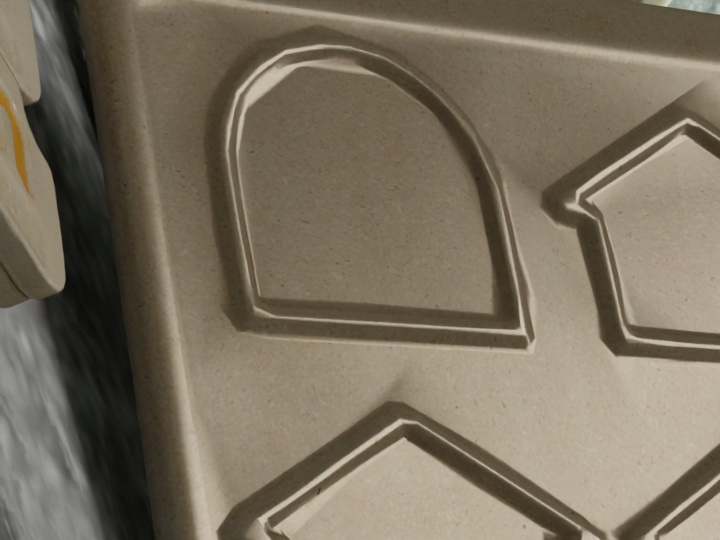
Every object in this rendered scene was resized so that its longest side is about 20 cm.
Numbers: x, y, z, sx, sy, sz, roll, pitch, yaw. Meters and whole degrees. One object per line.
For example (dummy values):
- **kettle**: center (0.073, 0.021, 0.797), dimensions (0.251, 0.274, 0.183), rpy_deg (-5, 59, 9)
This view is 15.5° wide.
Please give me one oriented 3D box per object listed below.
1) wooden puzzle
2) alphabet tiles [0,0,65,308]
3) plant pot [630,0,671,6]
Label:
- **wooden puzzle**: center (0.034, 0.028, 0.518), dimensions (0.046, 0.184, 0.201), rpy_deg (-47, -133, 46)
- **alphabet tiles**: center (-0.094, -0.087, 0.395), dimensions (0.196, 0.015, 0.200), rpy_deg (-104, 170, -46)
- **plant pot**: center (0.063, -0.198, 1.331), dimensions (0.178, 0.199, 0.201), rpy_deg (-83, 152, -53)
